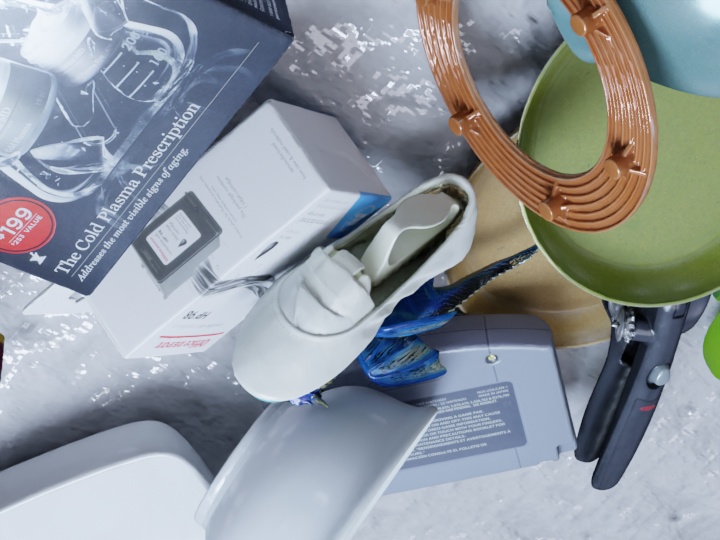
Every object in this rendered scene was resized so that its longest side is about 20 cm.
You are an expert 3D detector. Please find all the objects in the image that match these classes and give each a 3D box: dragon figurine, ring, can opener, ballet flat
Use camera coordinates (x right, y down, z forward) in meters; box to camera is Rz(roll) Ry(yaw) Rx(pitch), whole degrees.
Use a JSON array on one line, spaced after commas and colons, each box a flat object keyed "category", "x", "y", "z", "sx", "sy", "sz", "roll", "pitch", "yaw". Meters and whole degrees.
[{"category": "dragon figurine", "x": 0.024, "y": 0.033, "z": 1.122, "sx": 0.199, "sy": 0.100, "sz": 0.059, "roll": -5, "pitch": 133, "yaw": -12}, {"category": "ring", "x": 0.090, "y": -0.109, "z": 1.002, "sx": 0.019, "sy": 0.200, "sz": 0.201, "roll": -30, "pitch": 134, "yaw": -24}, {"category": "can opener", "x": 0.186, "y": 0.073, "z": 1.221, "sx": 0.078, "sy": 0.064, "sz": 0.201, "roll": 1, "pitch": 126, "yaw": -18}, {"category": "ballet flat", "x": 0.000, "y": 0.000, "z": 1.059, "sx": 0.200, "sy": 0.069, "sz": 0.070, "roll": -37, "pitch": 141, "yaw": -36}]

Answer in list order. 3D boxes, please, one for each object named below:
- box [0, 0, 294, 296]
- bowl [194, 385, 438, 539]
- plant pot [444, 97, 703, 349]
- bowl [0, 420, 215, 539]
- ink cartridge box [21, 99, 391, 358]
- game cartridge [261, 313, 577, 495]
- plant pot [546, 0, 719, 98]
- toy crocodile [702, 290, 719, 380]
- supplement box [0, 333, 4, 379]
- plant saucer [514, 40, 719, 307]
[{"category": "box", "x": -0.167, "y": -0.112, "z": 0.913, "sx": 0.182, "sy": 0.104, "sz": 0.200, "roll": 23, "pitch": 123, "yaw": -31}, {"category": "bowl", "x": -0.042, "y": 0.145, "z": 1.143, "sx": 0.090, "sy": 0.201, "sz": 0.202, "roll": 34, "pitch": 118, "yaw": 5}, {"category": "plant pot", "x": 0.146, "y": -0.034, "z": 1.184, "sx": 0.199, "sy": 0.028, "sz": 0.201, "roll": -8, "pitch": 129, "yaw": -11}, {"category": "bowl", "x": -0.178, "y": 0.191, "z": 1.236, "sx": 0.199, "sy": 0.075, "sz": 0.201, "roll": -22, "pitch": 129, "yaw": 2}, {"category": "ink cartridge box", "x": -0.090, "y": -0.010, "z": 1.073, "sx": 0.200, "sy": 0.067, "sz": 0.116, "roll": -39, "pitch": 168, "yaw": 15}, {"category": "game cartridge", "x": 0.040, "y": 0.093, "z": 1.227, "sx": 0.199, "sy": 0.042, "sz": 0.134, "roll": -11, "pitch": 128, "yaw": 7}, {"category": "plant pot", "x": 0.175, "y": -0.183, "z": 0.986, "sx": 0.134, "sy": 0.201, "sz": 0.201, "roll": -9, "pitch": 135, "yaw": 27}, {"category": "toy crocodile", "x": 0.307, "y": -0.003, "z": 1.230, "sx": 0.067, "sy": 0.062, "sz": 0.200, "roll": 29, "pitch": 114, "yaw": -33}, {"category": "supplement box", "x": -0.328, "y": 0.085, "z": 1.068, "sx": 0.200, "sy": 0.104, "sz": 0.131, "roll": -30, "pitch": 131, "yaw": 25}, {"category": "plant saucer", "x": 0.185, "y": -0.077, "z": 1.113, "sx": 0.199, "sy": 0.031, "sz": 0.201, "roll": -4, "pitch": 107, "yaw": -14}]
